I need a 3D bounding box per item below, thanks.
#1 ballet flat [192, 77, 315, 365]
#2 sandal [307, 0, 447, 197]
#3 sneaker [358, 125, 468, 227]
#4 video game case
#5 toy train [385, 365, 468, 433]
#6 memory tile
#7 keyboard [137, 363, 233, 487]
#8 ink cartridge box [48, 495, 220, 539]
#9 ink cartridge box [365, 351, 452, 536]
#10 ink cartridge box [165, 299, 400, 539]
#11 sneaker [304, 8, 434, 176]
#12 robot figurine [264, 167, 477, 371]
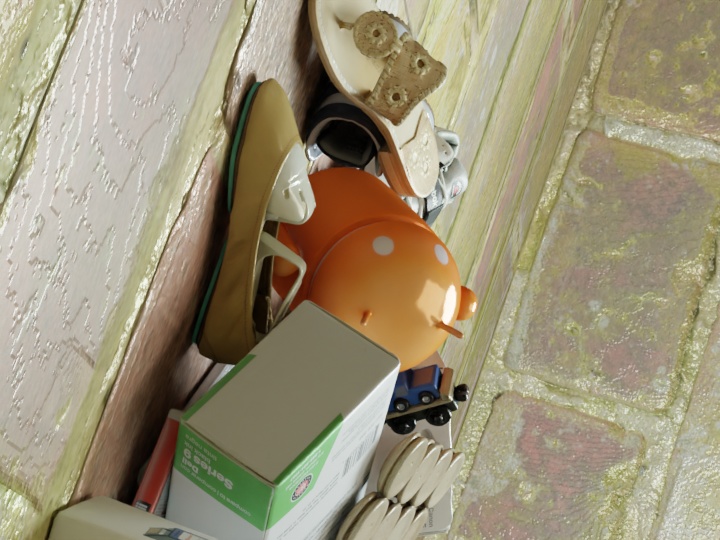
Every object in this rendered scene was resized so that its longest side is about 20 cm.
[{"bbox_3d":[-0.060,-0.028,1.429,0.069,0.063,0.202,-48,154,-64],"label":"ballet flat"},{"bbox_3d":[0.035,-0.133,1.532,0.078,0.069,0.212,-65,145,-33],"label":"sandal"},{"bbox_3d":[0.044,-0.072,1.797,0.201,0.088,0.075,-75,168,-54],"label":"sneaker"},{"bbox_3d":[-0.145,0.191,1.447,0.143,0.017,0.202,43,68,-82],"label":"video game case"},{"bbox_3d":[-0.018,0.104,1.555,0.034,0.198,0.046,-77,147,-55],"label":"toy train"},{"bbox_3d":[0.015,0.187,1.555,0.154,0.017,0.200,-57,165,-1],"label":"memory tile"},{"bbox_3d":[-0.120,0.114,1.511,0.200,0.011,0.057,-56,162,-59],"label":"keyboard"},{"bbox_3d":[-0.100,0.237,1.276,0.087,0.198,0.147,1,108,-77],"label":"ink cartridge box"},{"bbox_3d":[0.012,0.107,1.733,0.200,0.082,0.148,-118,-156,-67],"label":"ink cartridge box"},{"bbox_3d":[-0.060,0.144,1.444,0.146,0.084,0.201,-43,157,-40],"label":"ink cartridge box"},{"bbox_3d":[0.007,-0.105,1.660,0.200,0.069,0.109,74,30,-62],"label":"sneaker"},{"bbox_3d":[0.002,0.000,1.528,0.116,0.200,0.144,-34,122,-4],"label":"robot figurine"}]
